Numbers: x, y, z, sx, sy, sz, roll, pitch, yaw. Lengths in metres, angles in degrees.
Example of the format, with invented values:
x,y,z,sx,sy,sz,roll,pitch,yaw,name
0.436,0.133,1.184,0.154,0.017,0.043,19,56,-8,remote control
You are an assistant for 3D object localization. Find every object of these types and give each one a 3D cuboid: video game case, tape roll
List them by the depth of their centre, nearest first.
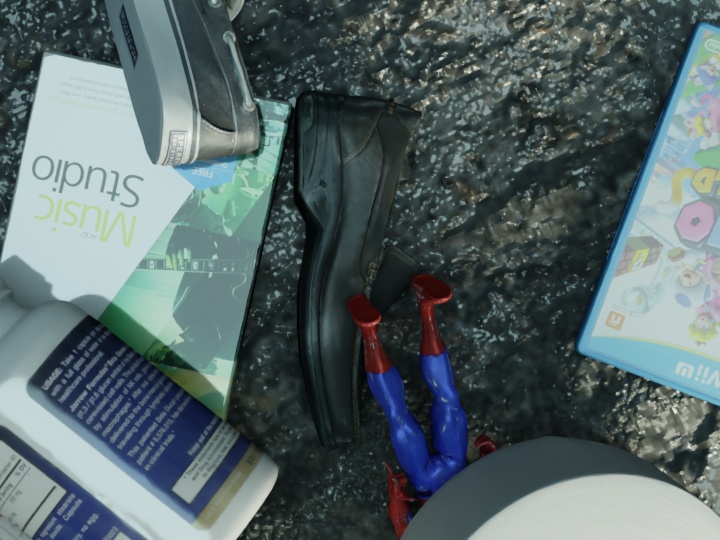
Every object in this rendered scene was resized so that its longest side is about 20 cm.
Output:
x,y,z,sx,sy,sz,roll,pitch,yaw,name
0.111,0.193,1.001,0.200,0.066,0.200,-4,105,-17,tape roll
0.222,-0.023,1.052,0.143,0.018,0.200,20,91,-1,video game case

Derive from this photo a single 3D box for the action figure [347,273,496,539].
x,y,z,sx,sy,sz,roll,pitch,yaw,name
0.040,0.104,1.018,0.065,0.052,0.200,-21,117,-14,action figure

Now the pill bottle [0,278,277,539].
x,y,z,sx,sy,sz,roll,pitch,yaw,name
-0.152,0.086,0.977,0.200,0.111,0.111,39,91,-2,pill bottle

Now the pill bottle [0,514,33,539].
x,y,z,sx,sy,sz,roll,pitch,yaw,name
-0.160,0.217,1.012,0.200,0.113,0.113,39,91,0,pill bottle

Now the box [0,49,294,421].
x,y,z,sx,sy,sz,roll,pitch,yaw,name
-0.128,-0.012,1.047,0.144,0.036,0.200,12,93,0,box

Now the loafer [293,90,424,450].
x,y,z,sx,sy,sz,roll,pitch,yaw,name
0.000,0.000,1.030,0.072,0.073,0.200,0,92,-4,loafer

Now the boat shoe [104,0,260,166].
x,y,z,sx,sy,sz,roll,pitch,yaw,name
-0.098,-0.150,1.015,0.068,0.072,0.200,-6,63,-21,boat shoe
